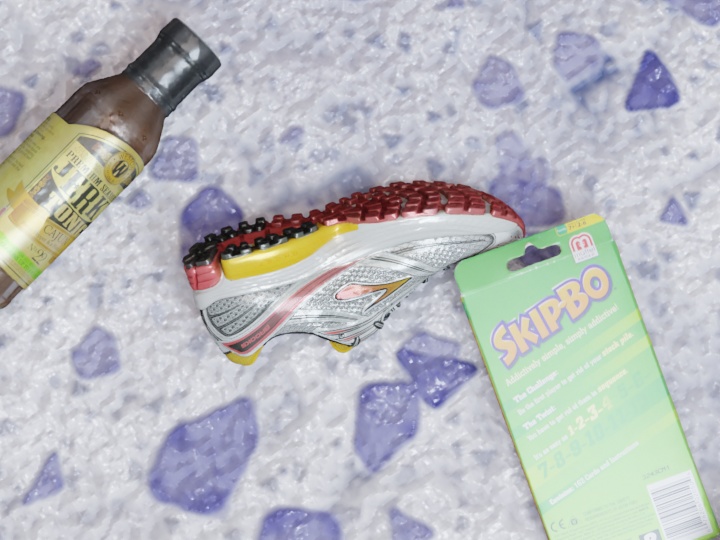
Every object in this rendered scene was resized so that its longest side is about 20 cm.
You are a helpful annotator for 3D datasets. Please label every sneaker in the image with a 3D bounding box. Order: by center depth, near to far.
[{"bbox_3d":[0.000,0.000,1.543,0.200,0.078,0.082,-15,107,-4],"label":"sneaker"}]

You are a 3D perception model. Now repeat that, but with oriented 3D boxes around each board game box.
[{"bbox_3d":[0.129,0.075,1.524,0.095,0.030,0.200,-20,92,-1],"label":"board game box"}]

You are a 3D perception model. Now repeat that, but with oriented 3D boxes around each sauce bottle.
[{"bbox_3d":[-0.166,-0.067,1.557,0.065,0.065,0.200,43,86,8],"label":"sauce bottle"}]
